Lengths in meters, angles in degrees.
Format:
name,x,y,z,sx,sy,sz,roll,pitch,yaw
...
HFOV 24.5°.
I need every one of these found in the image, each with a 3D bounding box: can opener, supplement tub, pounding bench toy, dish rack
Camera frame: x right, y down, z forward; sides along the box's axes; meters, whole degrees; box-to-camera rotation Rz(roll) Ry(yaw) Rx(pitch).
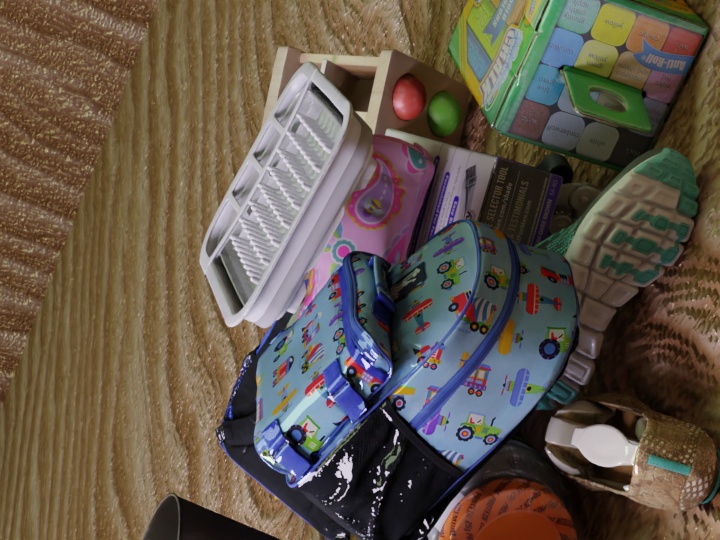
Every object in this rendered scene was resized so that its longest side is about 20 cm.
name,x,y,z,sx,sy,sz,roll,pitch,yaw
can opener,0.128,0.010,1.255,0.067,0.052,0.201,-113,41,-55
supplement tub,0.074,0.161,1.181,0.200,0.121,0.124,-135,63,-69
pounding bench toy,0.030,-0.121,1.551,0.155,0.199,0.126,8,84,39
dish rack,-0.048,-0.050,1.165,0.173,0.043,0.200,-60,18,9

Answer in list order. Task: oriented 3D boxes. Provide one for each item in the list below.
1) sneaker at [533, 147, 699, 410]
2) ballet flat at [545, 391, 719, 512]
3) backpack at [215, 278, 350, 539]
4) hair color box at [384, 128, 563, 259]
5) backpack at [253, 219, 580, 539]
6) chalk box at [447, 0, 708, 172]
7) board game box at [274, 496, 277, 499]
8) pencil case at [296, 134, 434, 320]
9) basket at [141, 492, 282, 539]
name,x,y,z,sx,sy,sz,roll,pitch,yaw
sneaker,0.150,-0.007,1.134,0.201,0.077,0.091,-54,28,14
ballet flat,0.159,0.109,1.071,0.200,0.065,0.071,176,110,-70
backpack,-0.007,0.087,1.386,0.168,0.162,0.201,-36,-25,-54
hair color box,0.069,-0.040,1.265,0.200,0.064,0.110,28,103,67
backpack,0.041,0.053,1.055,0.200,0.134,0.183,-46,18,22
chalk box,0.158,-0.159,1.197,0.200,0.123,0.125,-111,41,-59
board game box,-0.036,0.111,1.681,0.200,0.026,0.202,129,150,-50
pencil case,0.000,0.000,1.225,0.087,0.087,0.202,178,104,-70
basket,-0.092,0.298,1.425,0.136,0.198,0.182,-138,65,-68
